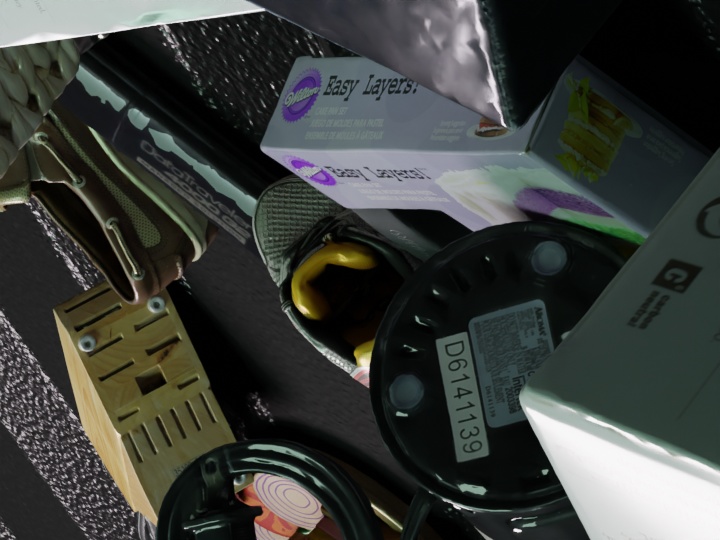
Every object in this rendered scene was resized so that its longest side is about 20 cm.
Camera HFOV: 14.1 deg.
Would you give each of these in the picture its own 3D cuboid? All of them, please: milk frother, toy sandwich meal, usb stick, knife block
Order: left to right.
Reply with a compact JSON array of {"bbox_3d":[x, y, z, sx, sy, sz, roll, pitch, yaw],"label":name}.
[{"bbox_3d":[-0.134,0.082,1.741,0.200,0.064,0.176,66,165,-18],"label":"knife block"},{"bbox_3d":[-0.079,-0.053,1.462,0.200,0.033,0.055,38,151,3],"label":"usb stick"},{"bbox_3d":[-0.008,0.186,1.747,0.205,0.070,0.205,33,157,16],"label":"toy sandwich meal"},{"bbox_3d":[0.043,0.096,1.175,0.200,0.181,0.188,0,158,20],"label":"milk frother"}]

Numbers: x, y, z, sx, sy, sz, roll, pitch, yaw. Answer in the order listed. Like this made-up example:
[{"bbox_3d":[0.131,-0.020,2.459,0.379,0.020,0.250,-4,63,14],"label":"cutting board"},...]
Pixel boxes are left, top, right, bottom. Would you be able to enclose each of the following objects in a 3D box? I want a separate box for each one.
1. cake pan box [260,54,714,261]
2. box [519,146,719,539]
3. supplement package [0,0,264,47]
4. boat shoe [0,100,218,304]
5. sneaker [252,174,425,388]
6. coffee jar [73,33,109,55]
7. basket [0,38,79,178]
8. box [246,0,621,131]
[{"bbox_3d":[0.079,-0.026,1.185,0.184,0.052,0.200,35,164,-31],"label":"cake pan box"},{"bbox_3d":[0.205,0.052,1.003,0.200,0.199,0.171,21,152,40],"label":"box"},{"bbox_3d":[-0.082,-0.164,1.067,0.200,0.114,0.110,-5,129,30],"label":"supplement package"},{"bbox_3d":[-0.167,-0.064,1.519,0.202,0.075,0.075,43,157,-7],"label":"boat shoe"},{"bbox_3d":[0.000,0.000,1.321,0.082,0.078,0.200,33,-175,-35],"label":"sneaker"},{"bbox_3d":[-0.191,-0.185,1.316,0.200,0.085,0.104,34,164,12],"label":"coffee jar"},{"bbox_3d":[-0.235,-0.109,1.250,0.200,0.123,0.136,23,152,34],"label":"basket"},{"bbox_3d":[0.040,-0.185,0.815,0.117,0.197,0.200,27,155,29],"label":"box"}]
